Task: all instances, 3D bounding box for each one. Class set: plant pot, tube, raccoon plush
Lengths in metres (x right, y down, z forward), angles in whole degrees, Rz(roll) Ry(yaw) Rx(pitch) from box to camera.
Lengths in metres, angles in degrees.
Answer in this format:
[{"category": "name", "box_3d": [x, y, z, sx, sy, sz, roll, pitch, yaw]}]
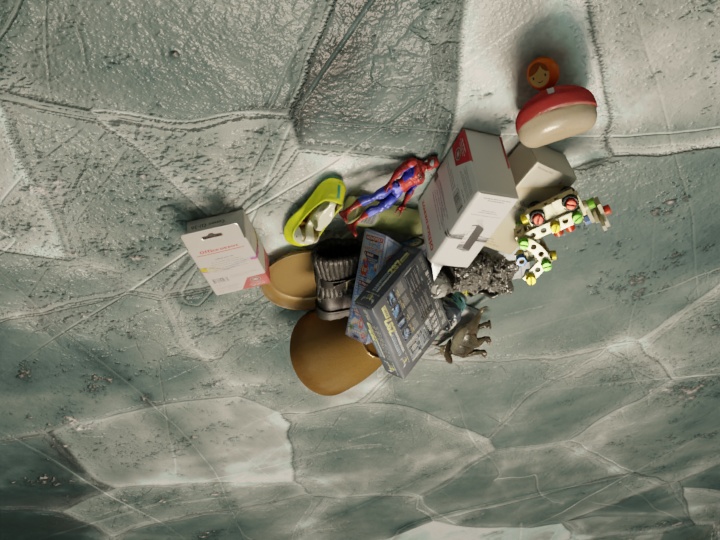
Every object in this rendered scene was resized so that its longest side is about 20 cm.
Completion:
[{"category": "plant pot", "box_3d": [-0.105, 0.015, 1.752, 0.196, 0.028, 0.201, -5, 144, -3]}, {"category": "plant pot", "box_3d": [-0.019, 0.153, 1.772, 0.184, 0.190, 0.199, 17, 158, -31]}, {"category": "tube", "box_3d": [0.059, -0.098, 1.617, 0.197, 0.058, 0.053, 9, 98, -33]}, {"category": "raccoon plush", "box_3d": [0.216, 0.026, 1.600, 0.132, 0.201, 0.098, 21, 132, 12]}]

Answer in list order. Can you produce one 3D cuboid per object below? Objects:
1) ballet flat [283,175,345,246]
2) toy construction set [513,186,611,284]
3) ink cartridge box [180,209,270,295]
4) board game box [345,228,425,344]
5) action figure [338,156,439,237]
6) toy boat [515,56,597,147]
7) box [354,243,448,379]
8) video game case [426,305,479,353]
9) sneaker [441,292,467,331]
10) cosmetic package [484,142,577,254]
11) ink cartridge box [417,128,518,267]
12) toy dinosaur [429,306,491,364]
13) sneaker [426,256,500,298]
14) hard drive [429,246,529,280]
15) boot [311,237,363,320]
[{"category": "ballet flat", "box_3d": [-0.086, -0.090, 1.575, 0.066, 0.068, 0.200, 13, 140, -28]}, {"category": "toy construction set", "box_3d": [0.354, -0.073, 1.525, 0.198, 0.092, 0.132, -31, 114, 4]}, {"category": "ink cartridge box", "box_3d": [-0.251, -0.043, 1.607, 0.114, 0.068, 0.201, -12, 146, 5]}, {"category": "board game box", "box_3d": [0.062, 0.011, 1.639, 0.198, 0.061, 0.203, -20, 120, -42]}, {"category": "action figure", "box_3d": [0.057, -0.138, 1.520, 0.199, 0.052, 0.066, -38, 129, -1]}, {"category": "toy boat", "box_3d": [0.300, -0.272, 1.361, 0.128, 0.133, 0.200, -17, -174, 12]}, {"category": "box", "box_3d": [0.080, 0.078, 1.599, 0.051, 0.158, 0.202, 17, 145, 39]}, {"category": "video game case", "box_3d": [0.143, 0.121, 1.953, 0.180, 0.024, 0.199, 22, 134, -36]}, {"category": "sneaker", "box_3d": [0.180, 0.067, 1.765, 0.085, 0.078, 0.200, -29, -175, -6]}, {"category": "cosmetic package", "box_3d": [0.286, -0.132, 1.565, 0.102, 0.074, 0.201, 15, 131, -28]}, {"category": "ink cartridge box", "box_3d": [0.184, -0.123, 1.518, 0.082, 0.146, 0.201, 7, 142, -21]}, {"category": "toy dinosaur", "box_3d": [0.241, 0.157, 1.939, 0.101, 0.078, 0.201, -8, 153, -27]}, {"category": "sneaker", "box_3d": [0.209, 0.008, 1.756, 0.196, 0.086, 0.075, 5, 143, -18]}, {"category": "hard drive", "box_3d": [0.233, -0.033, 1.694, 0.196, 0.027, 0.134, -11, 115, -3]}, {"category": "boot", "box_3d": [0.001, 0.002, 1.678, 0.208, 0.079, 0.160, -19, 131, -26]}]
